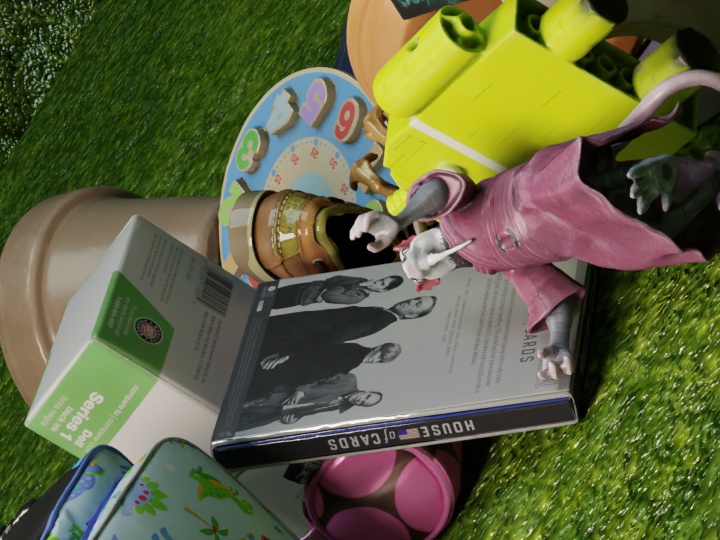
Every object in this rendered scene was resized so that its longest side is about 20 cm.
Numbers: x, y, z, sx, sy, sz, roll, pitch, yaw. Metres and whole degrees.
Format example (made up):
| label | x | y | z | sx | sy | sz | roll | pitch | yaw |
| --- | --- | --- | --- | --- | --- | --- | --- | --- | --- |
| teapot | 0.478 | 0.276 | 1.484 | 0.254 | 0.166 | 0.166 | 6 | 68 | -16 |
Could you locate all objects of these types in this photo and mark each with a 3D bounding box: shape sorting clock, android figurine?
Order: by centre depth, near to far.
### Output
| label | x | y | z | sx | sy | sz | roll | pitch | yaw |
| --- | --- | --- | --- | --- | --- | --- | --- | --- | --- |
| android figurine | 0.092 | -0.075 | 1.484 | 0.200 | 0.182 | 0.041 | -40 | 32 | 40 |
| shape sorting clock | -0.036 | -0.038 | 1.900 | 0.200 | 0.039 | 0.201 | -1 | 89 | 53 |

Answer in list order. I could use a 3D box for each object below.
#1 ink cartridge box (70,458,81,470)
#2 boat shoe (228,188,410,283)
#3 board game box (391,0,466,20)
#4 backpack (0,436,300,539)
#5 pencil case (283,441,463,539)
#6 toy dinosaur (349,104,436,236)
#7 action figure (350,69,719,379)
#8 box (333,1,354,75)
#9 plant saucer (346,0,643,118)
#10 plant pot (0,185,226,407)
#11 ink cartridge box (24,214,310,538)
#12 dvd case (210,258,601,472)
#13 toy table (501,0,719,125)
| label | x | y | z | sx | sy | sz | roll | pitch | yaw |
| --- | --- | --- | --- | --- | --- | --- | --- | --- | --- |
| ink cartridge box | -0.102 | 0.113 | 1.848 | 0.200 | 0.067 | 0.116 | -50 | 35 | 19 |
| boat shoe | 0.000 | 0.000 | 1.702 | 0.068 | 0.200 | 0.072 | -2 | 79 | 31 |
| board game box | 0.105 | -0.187 | 1.455 | 0.135 | 0.028 | 0.200 | -37 | 11 | -20 |
| backpack | -0.096 | 0.200 | 1.424 | 0.147 | 0.200 | 0.183 | -41 | 11 | 29 |
| pencil case | 0.011 | 0.080 | 1.588 | 0.094 | 0.091 | 0.200 | -48 | 13 | 26 |
| toy dinosaur | 0.041 | -0.052 | 1.645 | 0.061 | 0.106 | 0.200 | -62 | -21 | 7 |
| action figure | 0.090 | -0.036 | 1.439 | 0.200 | 0.134 | 0.149 | -14 | 40 | 45 |
| box | 0.042 | -0.143 | 1.964 | 0.141 | 0.079 | 0.200 | -43 | 26 | 47 |
| plant saucer | 0.091 | -0.151 | 1.673 | 0.200 | 0.200 | 0.037 | -49 | 41 | 21 |
| plant pot | -0.138 | 0.020 | 2.055 | 0.174 | 0.200 | 0.201 | -18 | 35 | 38 |
| ink cartridge box | -0.082 | 0.079 | 1.662 | 0.084 | 0.200 | 0.146 | -50 | 14 | 28 |
| dvd case | 0.027 | 0.043 | 1.520 | 0.199 | 0.025 | 0.150 | -8 | 33 | 16 |
| toy table | 0.174 | -0.164 | 1.559 | 0.200 | 0.117 | 0.184 | -43 | 18 | 35 |
